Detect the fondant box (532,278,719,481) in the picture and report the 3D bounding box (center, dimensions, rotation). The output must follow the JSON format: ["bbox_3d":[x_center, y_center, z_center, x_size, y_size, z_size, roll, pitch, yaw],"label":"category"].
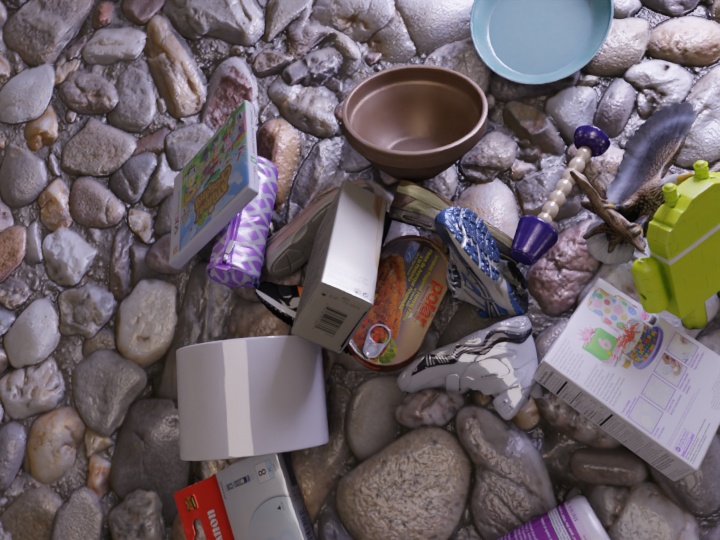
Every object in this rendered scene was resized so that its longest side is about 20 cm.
[{"bbox_3d":[0.333,0.127,0.755,0.198,0.059,0.145,36,66,17],"label":"fondant box"}]

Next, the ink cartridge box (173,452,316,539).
[{"bbox_3d":[-0.173,0.364,0.894,0.196,0.047,0.163,-25,76,9],"label":"ink cartridge box"}]

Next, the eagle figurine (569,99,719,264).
[{"bbox_3d":[0.380,-0.101,0.786,0.198,0.150,0.154,-34,117,-22],"label":"eagle figurine"}]

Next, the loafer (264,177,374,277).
[{"bbox_3d":[-0.070,-0.075,0.925,0.199,0.072,0.063,-40,53,9],"label":"loafer"}]

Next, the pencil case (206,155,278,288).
[{"bbox_3d":[-0.175,-0.074,0.924,0.082,0.086,0.205,-1,67,17],"label":"pencil case"}]

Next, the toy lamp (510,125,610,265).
[{"bbox_3d":[0.259,-0.098,0.816,0.057,0.058,0.202,27,76,18],"label":"toy lamp"}]

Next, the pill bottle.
[{"bbox_3d":[0.212,0.368,0.750,0.198,0.112,0.114,-32,74,8],"label":"pill bottle"}]

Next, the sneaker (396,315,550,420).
[{"bbox_3d":[0.149,0.148,0.821,0.197,0.075,0.117,-25,77,12],"label":"sneaker"}]

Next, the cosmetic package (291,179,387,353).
[{"bbox_3d":[-0.023,-0.010,0.800,0.070,0.106,0.203,23,43,-12],"label":"cosmetic package"}]

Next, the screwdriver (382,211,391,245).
[{"bbox_3d":[0.000,0.000,0.880,0.029,0.028,0.203,26,67,3],"label":"screwdriver"}]

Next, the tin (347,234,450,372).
[{"bbox_3d":[0.053,0.043,0.849,0.110,0.042,0.202,23,64,16],"label":"tin"}]

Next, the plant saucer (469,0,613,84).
[{"bbox_3d":[0.256,-0.357,0.892,0.195,0.036,0.206,-3,81,16],"label":"plant saucer"}]

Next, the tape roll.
[{"bbox_3d":[-0.144,0.169,0.837,0.198,0.202,0.143,-8,80,14],"label":"tape roll"}]

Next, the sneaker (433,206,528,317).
[{"bbox_3d":[0.140,0.003,0.799,0.084,0.200,0.078,-20,40,31],"label":"sneaker"}]

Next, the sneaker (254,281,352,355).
[{"bbox_3d":[-0.057,0.049,0.908,0.197,0.070,0.091,25,74,18],"label":"sneaker"}]

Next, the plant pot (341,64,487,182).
[{"bbox_3d":[0.075,-0.190,0.868,0.195,0.094,0.204,-3,49,4],"label":"plant pot"}]

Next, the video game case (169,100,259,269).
[{"bbox_3d":[-0.221,-0.128,0.926,0.199,0.022,0.185,-36,46,30],"label":"video game case"}]

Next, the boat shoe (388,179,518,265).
[{"bbox_3d":[0.130,-0.053,0.853,0.197,0.073,0.066,29,96,3],"label":"boat shoe"}]

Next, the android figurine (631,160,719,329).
[{"bbox_3d":[0.396,-0.029,0.727,0.180,0.202,0.041,-36,30,-5],"label":"android figurine"}]
